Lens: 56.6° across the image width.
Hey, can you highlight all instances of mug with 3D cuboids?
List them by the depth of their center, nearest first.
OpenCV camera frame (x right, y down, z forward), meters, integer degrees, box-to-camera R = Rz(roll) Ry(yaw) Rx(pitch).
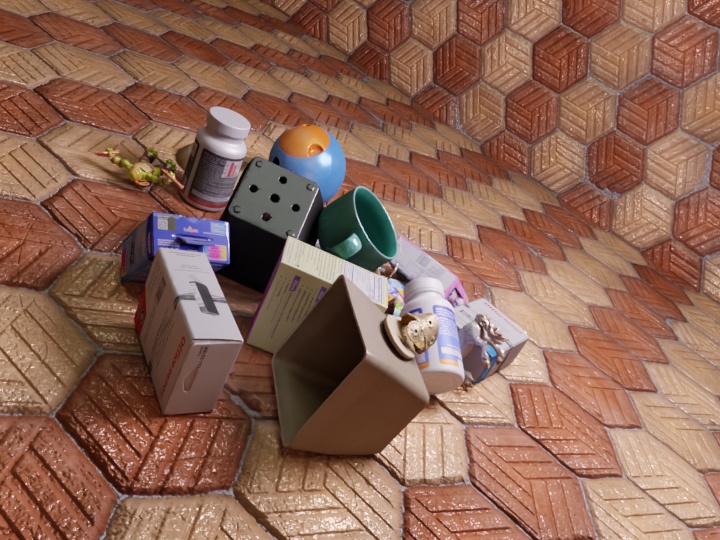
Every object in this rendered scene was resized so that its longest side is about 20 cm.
[{"bbox_3d":[-0.021,-0.069,1.271,0.184,0.113,0.156,18,51,-57],"label":"mug"}]

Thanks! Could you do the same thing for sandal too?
[{"bbox_3d":[0.097,0.093,1.088,0.079,0.069,0.211,59,10,14],"label":"sandal"}]

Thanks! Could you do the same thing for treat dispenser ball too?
[{"bbox_3d":[-0.135,-0.262,1.681,0.197,0.204,0.202,22,26,-11],"label":"treat dispenser ball"}]

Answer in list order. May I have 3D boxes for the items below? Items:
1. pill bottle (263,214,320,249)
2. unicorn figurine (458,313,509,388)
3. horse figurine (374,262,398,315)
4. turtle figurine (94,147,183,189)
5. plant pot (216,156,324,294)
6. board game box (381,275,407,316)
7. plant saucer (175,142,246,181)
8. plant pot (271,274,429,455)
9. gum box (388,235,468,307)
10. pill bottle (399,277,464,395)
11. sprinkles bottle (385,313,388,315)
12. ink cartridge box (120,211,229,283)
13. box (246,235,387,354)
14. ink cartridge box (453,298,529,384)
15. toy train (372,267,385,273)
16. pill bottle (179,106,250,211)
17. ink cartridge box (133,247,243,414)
[{"bbox_3d":[-0.144,-0.077,1.439,0.198,0.115,0.112,36,27,17],"label":"pill bottle"},{"bbox_3d":[0.196,0.163,1.343,0.139,0.199,0.074,55,7,23],"label":"unicorn figurine"},{"bbox_3d":[0.000,0.000,1.374,0.197,0.050,0.135,29,60,-9],"label":"horse figurine"},{"bbox_3d":[-0.454,-0.212,1.434,0.195,0.066,0.162,19,19,0],"label":"turtle figurine"},{"bbox_3d":[-0.172,-0.092,1.264,0.195,0.178,0.204,24,60,-4],"label":"plant pot"},{"bbox_3d":[0.042,0.068,1.437,0.196,0.048,0.152,16,29,-25],"label":"board game box"},{"bbox_3d":[-0.358,-0.269,1.662,0.196,0.036,0.202,23,27,-12],"label":"plant saucer"},{"bbox_3d":[-0.007,0.170,1.055,0.175,0.201,0.201,30,22,-29],"label":"plant pot"},{"bbox_3d":[0.155,0.019,1.531,0.199,0.066,0.114,40,-7,36],"label":"gum box"},{"bbox_3d":[0.131,0.122,1.276,0.110,0.112,0.204,13,54,-26],"label":"pill bottle"},{"bbox_3d":[-0.021,0.096,1.302,0.196,0.069,0.069,19,27,-16],"label":"sprinkles bottle"},{"bbox_3d":[-0.304,-0.035,1.109,0.134,0.198,0.079,5,71,-36],"label":"ink cartridge box"},{"bbox_3d":[-0.075,0.070,1.169,0.196,0.178,0.097,23,27,-9],"label":"box"},{"bbox_3d":[0.259,0.149,1.460,0.146,0.086,0.198,41,28,26],"label":"ink cartridge box"},{"bbox_3d":[0.002,-0.051,1.517,0.112,0.087,0.200,21,0,-13],"label":"toy train"},{"bbox_3d":[-0.316,-0.243,1.466,0.113,0.203,0.117,21,26,-11],"label":"pill bottle"},{"bbox_3d":[-0.260,0.088,0.989,0.082,0.146,0.201,6,36,-36],"label":"ink cartridge box"}]
